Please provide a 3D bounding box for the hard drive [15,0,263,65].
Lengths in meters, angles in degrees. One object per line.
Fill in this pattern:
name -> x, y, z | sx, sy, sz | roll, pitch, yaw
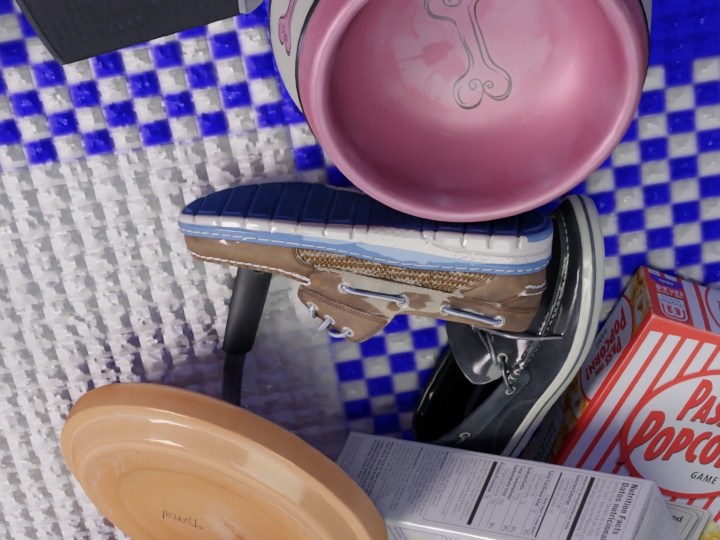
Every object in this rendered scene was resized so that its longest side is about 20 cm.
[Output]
hard drive -> -0.126, -0.192, 0.957 | 0.134, 0.042, 0.200 | -14, 128, 6

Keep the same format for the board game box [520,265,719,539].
board game box -> 0.190, 0.102, 1.218 | 0.151, 0.046, 0.200 | 15, 126, -16

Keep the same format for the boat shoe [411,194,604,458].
boat shoe -> 0.083, 0.039, 1.143 | 0.062, 0.075, 0.200 | 8, 133, -19

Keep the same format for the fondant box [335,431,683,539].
fondant box -> 0.091, 0.169, 1.176 | 0.199, 0.058, 0.144 | 7, 145, 33

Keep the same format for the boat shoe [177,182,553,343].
boat shoe -> 0.000, 0.000, 1.078 | 0.199, 0.072, 0.073 | 6, 111, 8

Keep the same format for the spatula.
spatula -> -0.073, 0.062, 1.177 | 0.056, 0.021, 0.201 | -3, 127, -19

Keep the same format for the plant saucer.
plant saucer -> -0.082, 0.135, 1.168 | 0.200, 0.032, 0.201 | 19, 148, 12

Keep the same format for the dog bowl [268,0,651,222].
dog bowl -> 0.054, -0.110, 1.020 | 0.199, 0.074, 0.201 | -3, 129, -4
